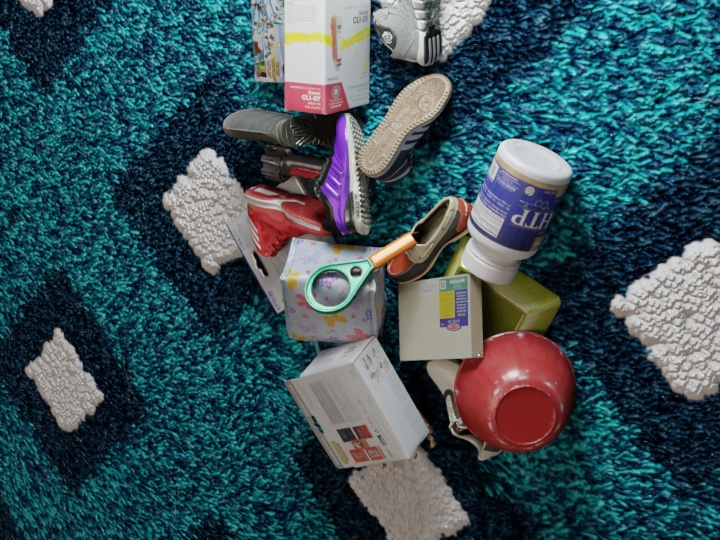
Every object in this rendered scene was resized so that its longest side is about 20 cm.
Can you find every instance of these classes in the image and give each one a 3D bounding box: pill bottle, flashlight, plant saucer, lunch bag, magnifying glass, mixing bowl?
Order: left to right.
[{"bbox_3d":[-0.074,-0.164,1.730,0.198,0.068,0.068,11,155,19],"label":"flashlight"},{"bbox_3d":[-0.043,0.050,1.727,0.168,0.128,0.201,6,136,9],"label":"lunch bag"},{"bbox_3d":[0.000,0.000,1.613,0.199,0.022,0.080,-31,69,-7],"label":"magnifying glass"},{"bbox_3d":[0.200,0.079,1.654,0.199,0.048,0.201,35,121,20],"label":"plant saucer"},{"bbox_3d":[0.232,-0.086,1.537,0.119,0.119,0.201,33,121,21],"label":"pill bottle"},{"bbox_3d":[0.250,0.207,1.569,0.198,0.108,0.202,0,105,-1],"label":"mixing bowl"}]

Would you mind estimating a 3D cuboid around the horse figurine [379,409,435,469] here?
[{"bbox_3d":[0.052,0.287,1.819,0.199,0.050,0.133,-30,93,39],"label":"horse figurine"}]

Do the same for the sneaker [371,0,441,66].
[{"bbox_3d":[0.065,-0.425,1.574,0.115,0.075,0.202,12,112,33],"label":"sneaker"}]

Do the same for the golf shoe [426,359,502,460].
[{"bbox_3d":[0.174,0.224,1.684,0.200,0.088,0.077,45,151,17],"label":"golf shoe"}]

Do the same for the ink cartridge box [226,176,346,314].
[{"bbox_3d":[-0.127,-0.049,1.838,0.199,0.043,0.198,-31,88,37],"label":"ink cartridge box"}]

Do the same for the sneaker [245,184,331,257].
[{"bbox_3d":[-0.120,-0.071,1.769,0.199,0.078,0.117,26,127,37],"label":"sneaker"}]

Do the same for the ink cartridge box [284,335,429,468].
[{"bbox_3d":[-0.008,0.233,1.734,0.175,0.084,0.201,-18,108,39],"label":"ink cartridge box"}]

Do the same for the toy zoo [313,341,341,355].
[{"bbox_3d":[-0.027,0.142,1.843,0.130,0.020,0.202,-9,99,35],"label":"toy zoo"}]

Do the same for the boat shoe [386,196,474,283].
[{"bbox_3d":[0.106,-0.051,1.655,0.200,0.062,0.072,-41,50,33],"label":"boat shoe"}]

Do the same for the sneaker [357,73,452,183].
[{"bbox_3d":[0.079,-0.226,1.637,0.070,0.108,0.200,42,93,18],"label":"sneaker"}]

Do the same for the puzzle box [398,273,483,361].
[{"bbox_3d":[0.128,0.080,1.644,0.199,0.025,0.135,-9,80,57],"label":"puzzle box"}]

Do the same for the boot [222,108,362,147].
[{"bbox_3d":[-0.118,-0.246,1.736,0.199,0.180,0.073,8,99,58],"label":"boot"}]

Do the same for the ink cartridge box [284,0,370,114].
[{"bbox_3d":[-0.052,-0.364,1.625,0.083,0.145,0.202,11,111,30],"label":"ink cartridge box"}]

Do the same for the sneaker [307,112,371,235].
[{"bbox_3d":[-0.042,-0.156,1.647,0.098,0.070,0.202,-5,87,17],"label":"sneaker"}]

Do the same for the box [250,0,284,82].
[{"bbox_3d":[-0.123,-0.423,1.720,0.136,0.040,0.202,10,110,32],"label":"box"}]
